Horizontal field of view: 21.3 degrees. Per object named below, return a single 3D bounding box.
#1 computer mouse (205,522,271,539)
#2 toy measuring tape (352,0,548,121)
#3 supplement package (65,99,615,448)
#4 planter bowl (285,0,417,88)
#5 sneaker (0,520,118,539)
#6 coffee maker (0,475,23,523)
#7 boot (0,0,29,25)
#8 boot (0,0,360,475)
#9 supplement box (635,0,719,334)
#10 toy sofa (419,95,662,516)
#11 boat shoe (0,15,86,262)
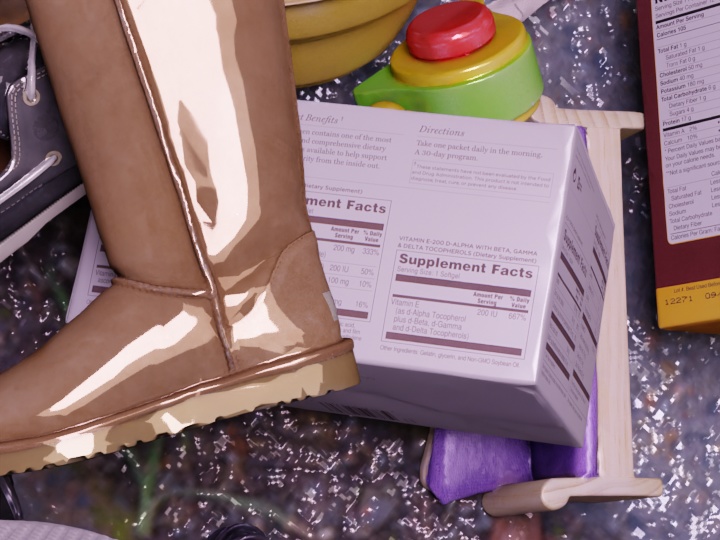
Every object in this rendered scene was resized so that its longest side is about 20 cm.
[{"bbox_3d":[0.012,0.177,0.800,0.200,0.053,0.139,6,34,11],"label":"computer mouse"},{"bbox_3d":[0.074,-0.108,0.911,0.200,0.074,0.074,-38,94,-34],"label":"toy measuring tape"},{"bbox_3d":[0.000,0.000,0.844,0.200,0.156,0.111,7,78,15],"label":"supplement package"},{"bbox_3d":[-0.036,-0.144,0.911,0.200,0.200,0.083,-25,133,-20],"label":"planter bowl"},{"bbox_3d":[-0.135,0.157,0.731,0.200,0.073,0.114,14,95,-36],"label":"sneaker"},{"bbox_3d":[-0.240,0.107,0.753,0.200,0.192,0.135,-31,111,-19],"label":"coffee maker"},{"bbox_3d":[-0.173,-0.125,0.874,0.200,0.097,0.075,27,84,-12],"label":"boot"},{"bbox_3d":[-0.100,-0.033,0.733,0.175,0.066,0.200,-15,90,-12],"label":"boot"},{"bbox_3d":[0.254,-0.072,0.955,0.197,0.133,0.200,5,79,-43],"label":"supplement box"},{"bbox_3d":[0.086,0.020,0.948,0.098,0.083,0.200,2,80,-18],"label":"toy sofa"},{"bbox_3d":[-0.129,-0.071,0.778,0.200,0.068,0.072,-42,63,-1],"label":"boat shoe"}]
